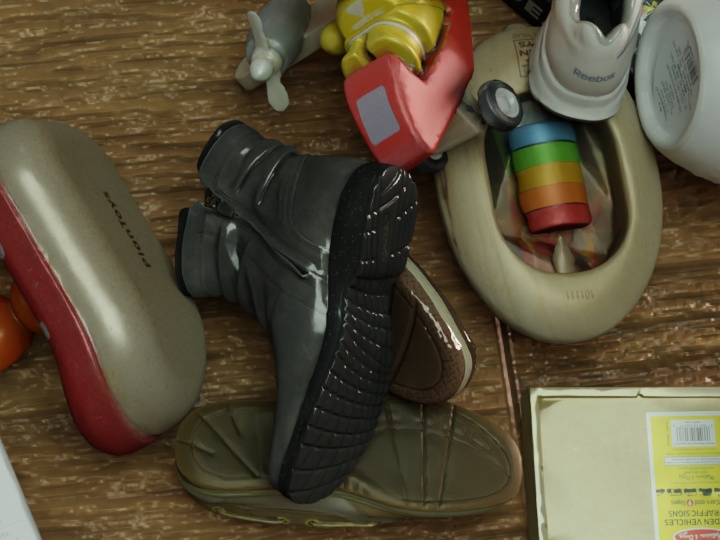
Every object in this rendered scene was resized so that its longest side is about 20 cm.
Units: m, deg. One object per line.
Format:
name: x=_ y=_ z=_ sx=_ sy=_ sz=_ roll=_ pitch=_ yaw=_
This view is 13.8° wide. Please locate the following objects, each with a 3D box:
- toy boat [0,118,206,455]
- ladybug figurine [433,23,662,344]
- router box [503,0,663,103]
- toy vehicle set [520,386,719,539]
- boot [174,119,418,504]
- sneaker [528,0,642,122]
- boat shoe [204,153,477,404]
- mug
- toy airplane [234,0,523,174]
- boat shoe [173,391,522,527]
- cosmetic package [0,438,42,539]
toy boat: x=-0.180 y=0.019 z=1.697 sx=0.131 sy=0.130 sz=0.200 roll=-33 pitch=80 yaw=15
ladybug figurine: x=0.108 y=-0.049 z=1.772 sx=0.135 sy=0.072 sz=0.200 roll=-3 pitch=75 yaw=-11
router box: x=0.141 y=-0.222 z=1.837 sx=0.200 sy=0.051 sz=0.149 roll=41 pitch=74 yaw=4
toy vehicle set: x=0.197 y=0.132 z=1.759 sx=0.199 sy=0.027 sz=0.125 roll=1 pitch=74 yaw=-9
boot: x=-0.048 y=0.023 z=1.676 sx=0.131 sy=0.070 sz=0.200 roll=13 pitch=86 yaw=32
sneaker: x=0.142 y=-0.188 z=1.747 sx=0.074 sy=0.087 sz=0.200 roll=5 pitch=62 yaw=-11
boat shoe: x=0.003 y=-0.005 z=1.726 sx=0.202 sy=0.075 sz=0.075 roll=45 pitch=33 yaw=21
mug: x=0.256 y=-0.138 z=1.766 sx=0.175 sy=0.148 sz=0.200 roll=0 pitch=72 yaw=-21
toy airplane: x=0.018 y=-0.169 z=1.716 sx=0.141 sy=0.199 sz=0.200 roll=28 pitch=93 yaw=-36
boat shoe: x=-0.008 y=0.112 z=1.711 sx=0.199 sy=0.066 sz=0.074 roll=6 pitch=66 yaw=-4
cosmetic package: x=-0.219 y=0.146 z=1.641 sx=0.071 sy=0.101 sz=0.200 roll=-21 pitch=83 yaw=-15
